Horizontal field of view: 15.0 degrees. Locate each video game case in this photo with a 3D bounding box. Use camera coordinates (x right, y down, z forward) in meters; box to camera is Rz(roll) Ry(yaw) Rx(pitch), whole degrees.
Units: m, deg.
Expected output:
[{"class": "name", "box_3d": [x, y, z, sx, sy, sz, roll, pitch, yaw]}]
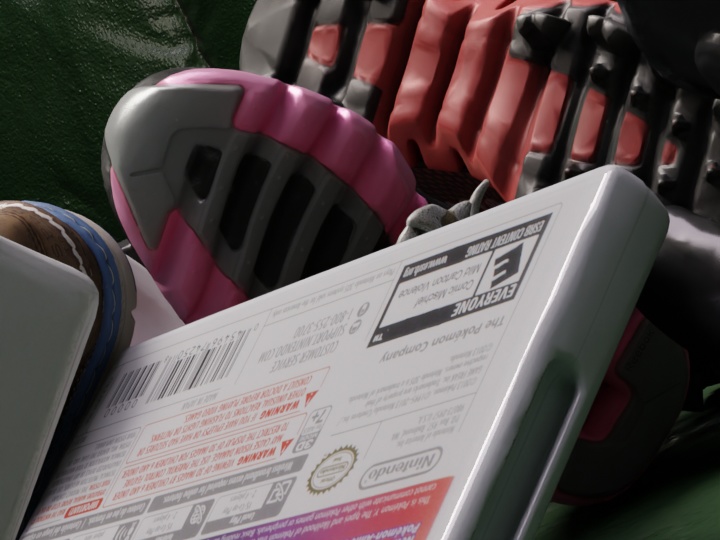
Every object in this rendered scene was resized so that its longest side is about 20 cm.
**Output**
[{"class": "video game case", "box_3d": [-0.033, 0.074, 0.589, 0.200, 0.023, 0.182, -20, 37, 52]}]

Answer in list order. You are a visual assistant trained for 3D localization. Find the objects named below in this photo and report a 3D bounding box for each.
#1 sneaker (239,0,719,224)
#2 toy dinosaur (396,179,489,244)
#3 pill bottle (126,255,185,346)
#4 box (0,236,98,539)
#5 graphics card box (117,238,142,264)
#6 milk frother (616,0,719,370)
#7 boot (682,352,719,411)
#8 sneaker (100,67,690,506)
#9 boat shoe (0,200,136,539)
[{"class": "sneaker", "box_3d": [0.060, -0.045, 0.822, 0.200, 0.071, 0.098, 21, 2, 39]}, {"class": "toy dinosaur", "box_3d": [-0.002, 0.076, 0.722, 0.102, 0.077, 0.200, -28, -27, -40]}, {"class": "pill bottle", "box_3d": [-0.133, 0.087, 0.849, 0.200, 0.113, 0.112, -40, -1, 18]}, {"class": "box", "box_3d": [-0.174, 0.081, 0.543, 0.200, 0.131, 0.199, -21, 47, 56]}, {"class": "graphics card box", "box_3d": [-0.133, 0.074, 1.109, 0.200, 0.126, 0.051, -27, 3, -9]}, {"class": "milk frother", "box_3d": [0.173, -0.030, 0.593, 0.200, 0.181, 0.188, 12, 12, -47]}, {"class": "boot", "box_3d": [0.186, -0.025, 0.873, 0.198, 0.073, 0.162, -26, -3, -32]}, {"class": "sneaker", "box_3d": [0.000, 0.000, 0.786, 0.079, 0.200, 0.095, -56, 31, 3]}, {"class": "boat shoe", "box_3d": [-0.124, 0.074, 0.695, 0.072, 0.200, 0.072, 19, 0, 17]}]
